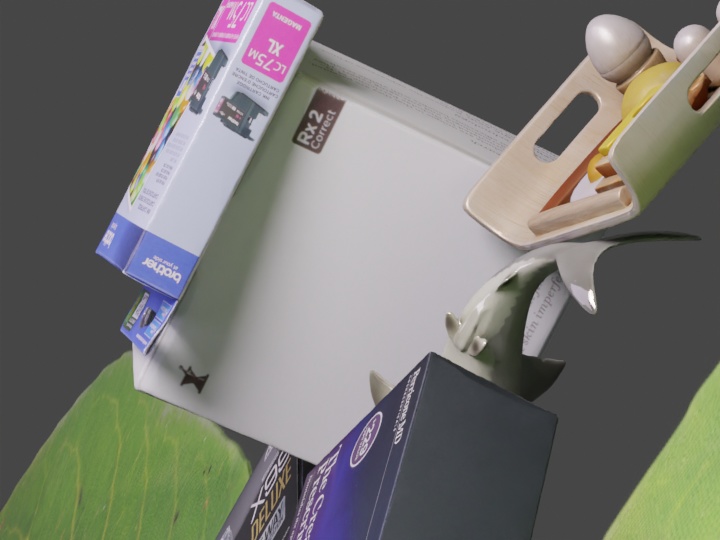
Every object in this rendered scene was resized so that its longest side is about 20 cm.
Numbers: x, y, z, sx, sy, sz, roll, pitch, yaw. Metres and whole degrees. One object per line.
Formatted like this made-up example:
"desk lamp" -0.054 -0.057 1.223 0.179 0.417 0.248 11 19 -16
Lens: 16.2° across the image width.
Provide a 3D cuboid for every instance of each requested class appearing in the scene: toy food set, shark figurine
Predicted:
"toy food set" 0.133 -0.088 1.246 0.144 0.060 0.200 -48 8 -16
"shark figurine" 0.085 0.044 1.295 0.128 0.089 0.215 47 127 38

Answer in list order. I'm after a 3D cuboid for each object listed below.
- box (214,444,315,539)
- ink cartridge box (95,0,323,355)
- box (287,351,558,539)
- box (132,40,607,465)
"box" -0.062 0.202 1.634 0.200 0.050 0.158 -61 15 25
"ink cartridge box" -0.089 -0.057 1.341 0.201 0.042 0.119 -65 14 0
"box" 0.011 0.161 1.176 0.141 0.079 0.201 -44 22 48
"box" 0.000 0.000 1.413 0.200 0.199 0.131 -62 13 14
